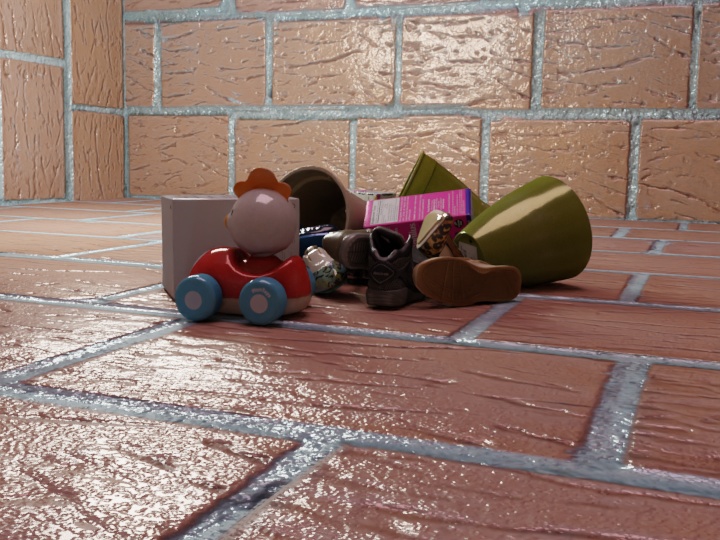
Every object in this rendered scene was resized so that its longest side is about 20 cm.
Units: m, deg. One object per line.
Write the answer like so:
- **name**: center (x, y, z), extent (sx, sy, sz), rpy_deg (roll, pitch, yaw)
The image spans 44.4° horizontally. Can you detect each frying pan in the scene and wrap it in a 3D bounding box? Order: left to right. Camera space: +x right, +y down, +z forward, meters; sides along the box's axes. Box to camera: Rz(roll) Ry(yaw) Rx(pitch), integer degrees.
- **frying pan**: center (0.016, 0.003, 1.524), extent (0.113, 0.031, 0.190), rpy_deg (11, 8, -13)

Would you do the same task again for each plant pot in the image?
- **plant pot**: center (-0.056, -0.085, 1.710), extent (0.198, 0.203, 0.183), rpy_deg (6, -3, 33)
- **plant pot**: center (0.174, -0.127, 1.929), extent (0.191, 0.202, 0.200), rpy_deg (27, 8, -1)
- **plant pot**: center (0.264, -0.047, 1.531), extent (0.198, 0.190, 0.186), rpy_deg (-19, 16, -26)

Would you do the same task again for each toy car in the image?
- **toy car**: center (-0.154, -0.042, 1.228), extent (0.174, 0.203, 0.184), rpy_deg (3, 7, 13)

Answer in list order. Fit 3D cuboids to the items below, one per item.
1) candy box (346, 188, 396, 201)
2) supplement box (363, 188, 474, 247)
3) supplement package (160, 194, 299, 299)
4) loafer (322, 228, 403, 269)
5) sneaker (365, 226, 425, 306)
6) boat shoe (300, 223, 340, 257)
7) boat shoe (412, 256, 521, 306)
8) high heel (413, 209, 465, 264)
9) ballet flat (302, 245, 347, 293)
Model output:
- **candy box**: center (0.005, -0.121, 2.100), extent (0.060, 0.138, 0.199), rpy_deg (-6, 10, -35)
- **supplement box**: center (0.112, -0.074, 1.629), extent (0.197, 0.102, 0.104), rpy_deg (-6, 33, 11)
- **supplement package**: center (-0.211, -0.043, 1.412), extent (0.197, 0.154, 0.150), rpy_deg (-2, 7, -19)
- **loafer**: center (0.007, -0.039, 1.410), extent (0.069, 0.076, 0.199), rpy_deg (22, 5, 29)
- **sneaker**: center (0.062, -0.010, 1.368), extent (0.075, 0.116, 0.199), rpy_deg (5, 5, 21)
- **boat shoe**: center (-0.128, -0.055, 1.579), extent (0.197, 0.085, 0.069), rpy_deg (-11, 49, 14)
- **boat shoe**: center (0.155, 0.017, 1.361), extent (0.198, 0.075, 0.069), rpy_deg (7, 0, -32)
- **high heel**: center (0.155, -0.029, 1.399), extent (0.141, 0.072, 0.200), rpy_deg (24, -22, -5)
- **ballet flat**: center (-0.068, -0.006, 1.460), extent (0.073, 0.075, 0.200), rpy_deg (0, 4, -11)
